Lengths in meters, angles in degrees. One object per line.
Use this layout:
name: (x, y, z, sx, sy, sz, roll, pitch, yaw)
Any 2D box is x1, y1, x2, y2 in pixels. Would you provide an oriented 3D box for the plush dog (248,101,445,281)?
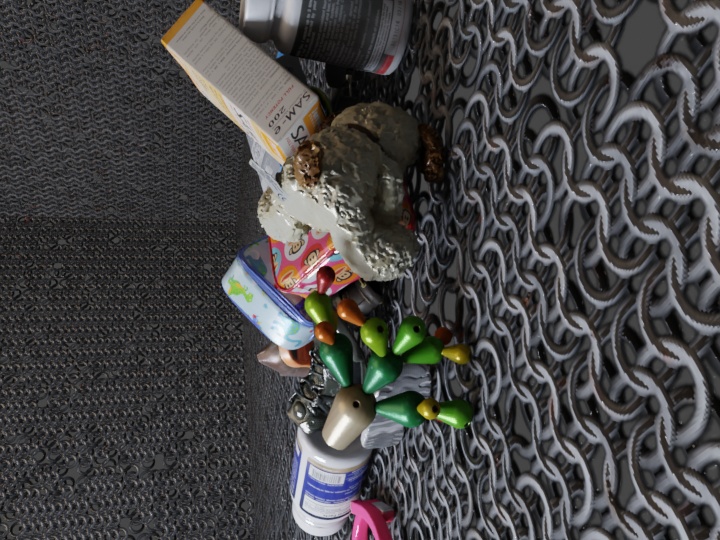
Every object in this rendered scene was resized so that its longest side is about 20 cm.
plush dog: (-0.007, -0.113, 0.657, 0.173, 0.197, 0.162, -52, -29, -31)

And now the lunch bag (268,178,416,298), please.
lunch bag: (-0.034, -0.075, 0.793, 0.198, 0.081, 0.180, -33, 54, 28)

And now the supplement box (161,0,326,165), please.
supplement box: (-0.130, -0.213, 0.754, 0.199, 0.074, 0.126, 42, 176, 14)

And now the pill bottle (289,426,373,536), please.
pill bottle: (-0.048, 0.301, 0.940, 0.117, 0.113, 0.203, -109, 25, -49)

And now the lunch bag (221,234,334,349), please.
lunch bag: (-0.090, 0.017, 0.912, 0.161, 0.199, 0.083, 45, 121, 7)

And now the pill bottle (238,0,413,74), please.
pill bottle: (-0.044, -0.316, 0.763, 0.114, 0.195, 0.117, -175, 90, -72)

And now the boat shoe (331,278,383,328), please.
boat shoe: (0.000, 0.000, 0.875, 0.060, 0.072, 0.203, -35, 27, 18)

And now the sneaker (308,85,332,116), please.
sneaker: (-0.091, -0.196, 0.998, 0.130, 0.078, 0.206, -170, 77, -71)

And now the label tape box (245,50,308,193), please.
label tape box: (-0.120, -0.220, 0.906, 0.144, 0.065, 0.204, -52, 54, 56)

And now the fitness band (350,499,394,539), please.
fitness band: (0.018, 0.391, 0.844, 0.200, 0.036, 0.148, 139, 129, -71)

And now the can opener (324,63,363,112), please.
can opener: (-0.037, -0.289, 0.997, 0.201, 0.065, 0.055, 121, 146, -62)

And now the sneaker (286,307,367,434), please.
sneaker: (-0.049, 0.142, 0.821, 0.076, 0.113, 0.203, 38, 148, 47)

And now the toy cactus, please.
toy cactus: (0.012, 0.103, 0.619, 0.167, 0.198, 0.103, -57, 2, 23)

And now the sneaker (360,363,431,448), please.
sneaker: (0.027, 0.141, 0.741, 0.202, 0.073, 0.084, 110, 153, -52)

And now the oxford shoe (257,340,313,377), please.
oxford shoe: (-0.099, 0.146, 1.051, 0.199, 0.071, 0.073, 36, -140, -58)
